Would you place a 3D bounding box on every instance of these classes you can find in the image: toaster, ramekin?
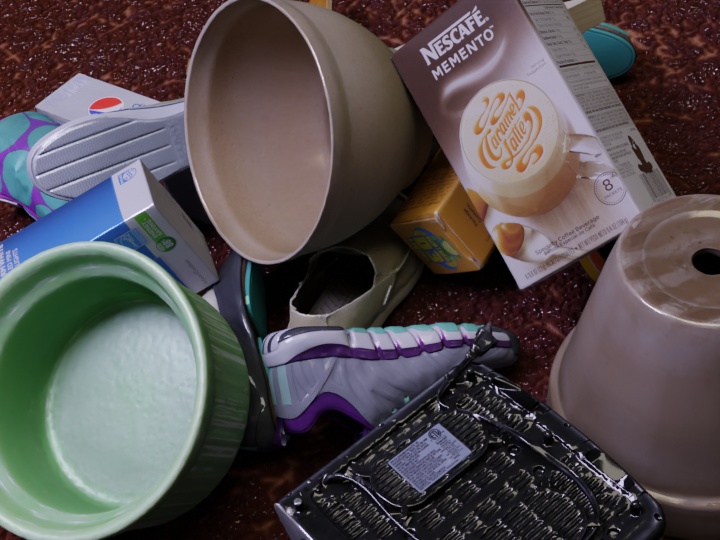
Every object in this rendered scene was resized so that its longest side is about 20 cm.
[{"bbox_3d":[0.074,0.167,0.728,0.200,0.119,0.181,-35,52,-22],"label":"toaster"},{"bbox_3d":[-0.174,0.088,0.806,0.200,0.098,0.200,-4,77,19],"label":"ramekin"}]

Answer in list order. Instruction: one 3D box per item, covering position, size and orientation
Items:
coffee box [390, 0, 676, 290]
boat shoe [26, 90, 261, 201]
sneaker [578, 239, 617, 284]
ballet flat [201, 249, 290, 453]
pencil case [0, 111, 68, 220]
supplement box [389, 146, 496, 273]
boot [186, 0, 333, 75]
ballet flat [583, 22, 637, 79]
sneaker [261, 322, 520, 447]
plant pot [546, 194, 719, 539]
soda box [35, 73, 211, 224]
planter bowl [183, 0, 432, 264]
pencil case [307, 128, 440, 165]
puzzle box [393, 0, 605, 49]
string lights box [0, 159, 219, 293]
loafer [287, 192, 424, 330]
[{"bbox_3d":[0.125,-0.103,0.847,0.080,0.114,0.200,-21,79,-54],"label":"coffee box"},{"bbox_3d":[-0.180,-0.104,0.970,0.200,0.072,0.062,-17,15,-23],"label":"boat shoe"},{"bbox_3d":[0.183,-0.085,0.903,0.070,0.090,0.200,-32,94,-33],"label":"sneaker"},{"bbox_3d":[-0.101,0.056,0.899,0.073,0.073,0.200,-11,48,-2],"label":"ballet flat"},{"bbox_3d":[-0.250,-0.060,1.018,0.200,0.085,0.092,34,80,32],"label":"pencil case"},{"bbox_3d":[0.106,-0.092,0.957,0.069,0.067,0.200,-8,42,51],"label":"supplement box"},{"bbox_3d":[-0.097,-0.214,1.151,0.144,0.071,0.201,-1,51,4],"label":"boot"},{"bbox_3d":[0.162,-0.214,1.120,0.200,0.067,0.070,-6,32,1],"label":"ballet flat"},{"bbox_3d":[0.025,0.085,0.855,0.200,0.074,0.088,0,82,-19],"label":"sneaker"},{"bbox_3d":[0.227,0.051,0.780,0.200,0.174,0.200,-4,47,4],"label":"plant pot"},{"bbox_3d":[-0.201,-0.115,1.075,0.200,0.068,0.063,22,52,27],"label":"soda box"},{"bbox_3d":[-0.030,-0.112,0.909,0.135,0.201,0.200,-10,39,-38],"label":"planter bowl"},{"bbox_3d":[0.032,-0.129,1.046,0.200,0.078,0.090,-18,41,-9],"label":"pencil case"},{"bbox_3d":[0.091,-0.188,0.984,0.200,0.025,0.133,-7,18,36],"label":"puzzle box"},{"bbox_3d":[-0.223,0.011,0.897,0.200,0.103,0.059,-31,47,5],"label":"string lights box"},{"bbox_3d":[0.000,0.000,0.934,0.076,0.068,0.200,11,49,18],"label":"loafer"}]
